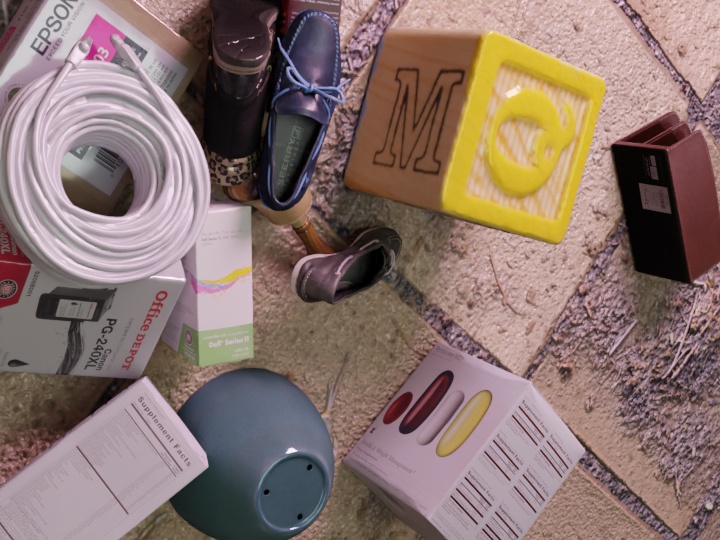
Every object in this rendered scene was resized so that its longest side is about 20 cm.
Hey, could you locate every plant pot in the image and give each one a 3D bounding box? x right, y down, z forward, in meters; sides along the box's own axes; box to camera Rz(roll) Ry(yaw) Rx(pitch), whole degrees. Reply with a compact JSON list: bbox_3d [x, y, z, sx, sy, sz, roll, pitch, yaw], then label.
[{"bbox_3d":[-0.106,0.224,1.173,0.198,0.134,0.203,-7,104,-31],"label":"plant pot"}]

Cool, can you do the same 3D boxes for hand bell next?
[{"bbox_3d":[-0.063,-0.048,1.183,0.104,0.104,0.201,-46,133,-15],"label":"hand bell"}]

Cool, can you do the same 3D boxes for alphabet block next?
[{"bbox_3d":[0.127,-0.156,1.197,0.194,0.199,0.199,11,95,-33],"label":"alphabet block"}]

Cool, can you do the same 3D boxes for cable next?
[{"bbox_3d":[-0.232,-0.084,0.935,0.200,0.069,0.200,49,57,-16],"label":"cable"}]

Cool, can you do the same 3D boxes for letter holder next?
[{"bbox_3d":[0.455,-0.108,1.479,0.141,0.100,0.202,-28,115,-26],"label":"letter holder"}]

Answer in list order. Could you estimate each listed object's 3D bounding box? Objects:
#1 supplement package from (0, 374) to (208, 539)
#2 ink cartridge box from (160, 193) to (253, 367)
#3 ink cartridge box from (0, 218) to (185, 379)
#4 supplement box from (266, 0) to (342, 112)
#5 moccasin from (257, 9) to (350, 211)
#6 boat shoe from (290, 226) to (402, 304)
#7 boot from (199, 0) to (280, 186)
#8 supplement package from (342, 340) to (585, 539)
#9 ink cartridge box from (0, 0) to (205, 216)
[{"bbox_3d":[-0.263,0.210,1.048,0.199,0.109,0.114,-37,94,-10],"label":"supplement package"},{"bbox_3d":[-0.163,-0.014,1.093,0.067,0.117,0.203,-7,105,-29],"label":"ink cartridge box"},{"bbox_3d":[-0.286,0.023,1.009,0.198,0.084,0.146,7,129,-33],"label":"ink cartridge box"},{"bbox_3d":[-0.058,-0.263,1.105,0.060,0.109,0.203,3,99,-12],"label":"supplement box"},{"bbox_3d":[-0.052,-0.155,1.035,0.079,0.068,0.203,6,99,-12],"label":"moccasin"},{"bbox_3d":[0.000,0.000,1.199,0.199,0.057,0.068,-23,128,-51],"label":"boat shoe"},{"bbox_3d":[-0.124,-0.193,1.070,0.072,0.201,0.152,5,124,-9],"label":"boot"},{"bbox_3d":[0.125,0.228,1.287,0.200,0.191,0.147,-49,122,-14],"label":"supplement package"},{"bbox_3d":[-0.272,-0.175,1.014,0.164,0.075,0.201,34,83,-34],"label":"ink cartridge box"}]
